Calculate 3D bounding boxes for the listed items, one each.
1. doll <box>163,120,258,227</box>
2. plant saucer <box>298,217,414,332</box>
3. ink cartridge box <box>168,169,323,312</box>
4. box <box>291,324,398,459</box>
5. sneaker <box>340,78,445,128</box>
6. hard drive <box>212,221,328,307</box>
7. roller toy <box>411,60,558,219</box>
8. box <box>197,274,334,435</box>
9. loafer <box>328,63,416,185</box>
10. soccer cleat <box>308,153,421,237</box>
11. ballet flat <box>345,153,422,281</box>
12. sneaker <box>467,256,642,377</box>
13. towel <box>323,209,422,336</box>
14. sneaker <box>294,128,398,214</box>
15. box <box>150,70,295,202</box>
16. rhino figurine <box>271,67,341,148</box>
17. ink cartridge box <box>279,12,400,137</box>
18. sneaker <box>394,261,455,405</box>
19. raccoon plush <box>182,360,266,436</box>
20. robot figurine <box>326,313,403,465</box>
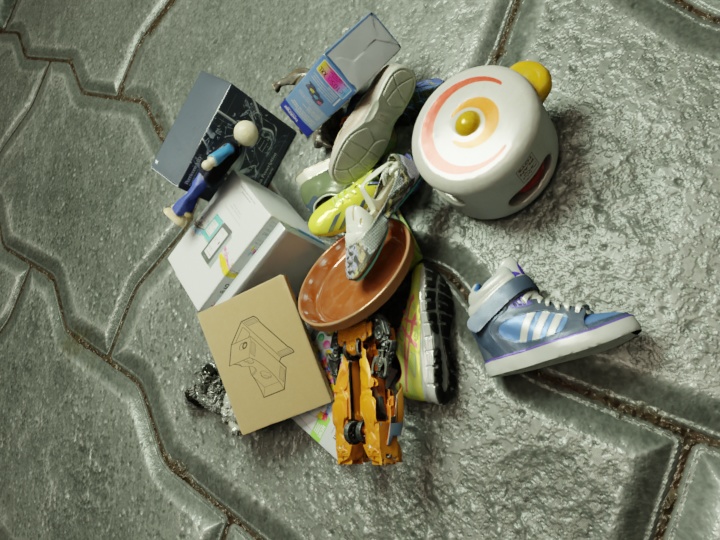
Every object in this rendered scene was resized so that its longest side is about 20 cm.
[{"bbox_3d":[-0.241,-0.166,0.925,0.200,0.048,0.137,-48,11,12],"label":"doll"},{"bbox_3d":[-0.005,0.007,0.816,0.199,0.032,0.202,-29,33,21],"label":"plant saucer"},{"bbox_3d":[-0.199,-0.033,0.975,0.201,0.146,0.146,-50,54,10],"label":"ink cartridge box"},{"bbox_3d":[-0.057,0.170,0.881,0.199,0.041,0.157,31,94,35],"label":"box"},{"bbox_3d":[0.051,-0.284,0.934,0.197,0.075,0.080,-7,68,30],"label":"sneaker"},{"bbox_3d":[-0.148,0.023,0.931,0.201,0.131,0.027,-49,55,11],"label":"hard drive"},{"bbox_3d":[0.171,-0.176,0.775,0.197,0.139,0.186,-10,70,31],"label":"roller toy"},{"bbox_3d":[-0.147,0.130,0.857,0.162,0.021,0.203,-23,86,15],"label":"box"},{"bbox_3d":[0.012,-0.226,0.872,0.201,0.071,0.063,-56,35,11],"label":"loafer"},{"bbox_3d":[0.003,-0.120,0.874,0.198,0.084,0.065,-26,61,0],"label":"soccer cleat"},{"bbox_3d":[0.016,-0.083,0.790,0.071,0.072,0.202,17,68,36],"label":"ballet flat"},{"bbox_3d":[0.226,0.041,0.706,0.198,0.080,0.149,-24,67,32],"label":"sneaker"},{"bbox_3d":[0.000,0.000,0.880,0.199,0.023,0.145,-39,41,15],"label":"towel"},{"bbox_3d":[-0.015,-0.154,0.947,0.198,0.067,0.091,-24,76,22],"label":"sneaker"},{"bbox_3d":[-0.251,-0.225,1.048,0.104,0.181,0.202,31,94,37],"label":"box"},{"bbox_3d":[-0.089,-0.298,1.038,0.087,0.060,0.202,-33,62,8],"label":"rhino figurine"},{"bbox_3d":[-0.044,-0.306,0.917,0.137,0.076,0.199,-51,14,-30],"label":"ink cartridge box"},{"bbox_3d":[0.078,0.086,0.796,0.089,0.078,0.203,-12,67,37],"label":"sneaker"},{"bbox_3d":[-0.228,0.238,0.966,0.200,0.096,0.135,-51,57,47],"label":"raccoon plush"},{"bbox_3d":[0.008,0.158,0.770,0.144,0.058,0.203,-20,65,48],"label":"robot figurine"}]
